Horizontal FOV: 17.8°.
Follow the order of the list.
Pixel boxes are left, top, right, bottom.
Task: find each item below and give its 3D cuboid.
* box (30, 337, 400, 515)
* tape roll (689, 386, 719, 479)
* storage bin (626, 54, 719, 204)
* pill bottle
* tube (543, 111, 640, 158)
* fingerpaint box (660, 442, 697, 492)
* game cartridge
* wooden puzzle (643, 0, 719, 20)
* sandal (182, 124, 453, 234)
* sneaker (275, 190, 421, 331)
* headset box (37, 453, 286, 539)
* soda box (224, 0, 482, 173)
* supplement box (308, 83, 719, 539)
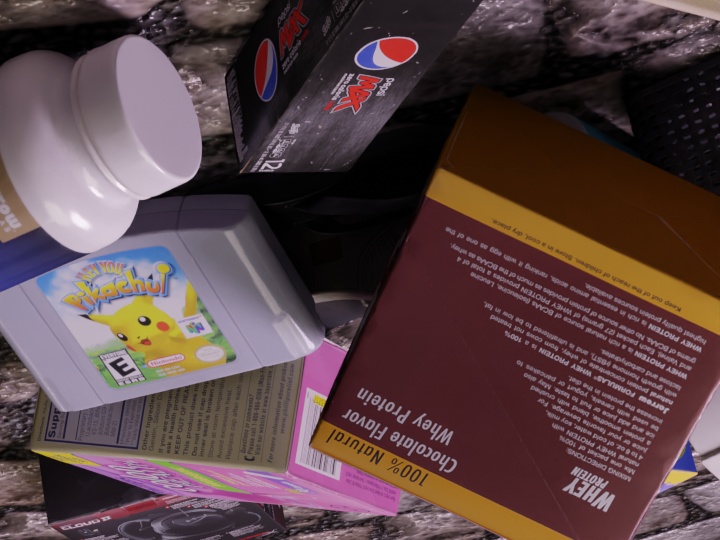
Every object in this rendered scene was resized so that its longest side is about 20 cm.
[{"bbox_3d":[-0.091,0.100,1.567,0.199,0.097,0.176,4,167,26],"label":"box"},{"bbox_3d":[0.308,0.045,1.593,0.139,0.204,0.202,-28,153,33],"label":"tape roll"},{"bbox_3d":[0.281,-0.083,1.414,0.199,0.094,0.135,-22,156,25],"label":"storage bin"},{"bbox_3d":[-0.188,-0.050,1.225,0.199,0.112,0.111,-22,156,23],"label":"pill bottle"},{"bbox_3d":[0.162,-0.056,1.490,0.077,0.051,0.200,-14,164,25],"label":"tube"},{"bbox_3d":[0.131,0.071,1.611,0.199,0.168,0.073,10,150,-41],"label":"fingerpaint box"},{"bbox_3d":[-0.137,0.019,1.439,0.199,0.041,0.134,-14,126,22],"label":"game cartridge"},{"bbox_3d":[0.227,-0.185,1.202,0.184,0.047,0.200,8,150,-40],"label":"wooden puzzle"},{"bbox_3d":[-0.013,-0.042,1.427,0.199,0.043,0.076,-16,158,9],"label":"sandal"},{"bbox_3d":[0.000,0.000,1.512,0.198,0.075,0.106,-7,164,14],"label":"sneaker"},{"bbox_3d":[-0.158,0.168,1.814,0.148,0.078,0.200,-16,157,9],"label":"headset box"},{"bbox_3d":[-0.006,-0.123,1.208,0.070,0.064,0.200,-2,156,-25],"label":"soda box"},{"bbox_3d":[0.105,0.037,1.349,0.196,0.133,0.201,25,118,0],"label":"supplement box"}]
